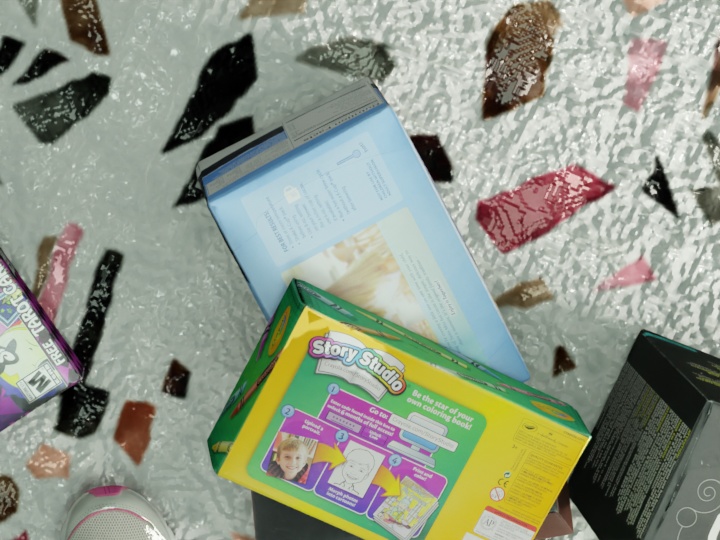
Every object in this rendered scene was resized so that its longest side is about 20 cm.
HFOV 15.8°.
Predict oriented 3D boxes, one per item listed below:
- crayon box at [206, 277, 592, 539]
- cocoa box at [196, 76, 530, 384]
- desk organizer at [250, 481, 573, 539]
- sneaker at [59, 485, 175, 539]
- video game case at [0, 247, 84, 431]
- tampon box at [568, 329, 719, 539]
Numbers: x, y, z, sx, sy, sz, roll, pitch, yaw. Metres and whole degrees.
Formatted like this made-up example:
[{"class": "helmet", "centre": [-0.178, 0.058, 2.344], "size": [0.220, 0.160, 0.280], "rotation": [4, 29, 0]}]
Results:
[{"class": "crayon box", "centre": [0.023, 0.102, 1.568], "size": [0.200, 0.058, 0.119], "rotation": [25, 102, -13]}, {"class": "cocoa box", "centre": [0.000, 0.000, 1.640], "size": [0.133, 0.131, 0.200], "rotation": [-28, 103, 0]}, {"class": "desk organizer", "centre": [0.035, 0.149, 1.702], "size": [0.200, 0.077, 0.072], "rotation": [-11, 69, 11]}, {"class": "sneaker", "centre": [-0.152, 0.240, 1.696], "size": [0.081, 0.088, 0.200], "rotation": [-8, 102, -5]}, {"class": "video game case", "centre": [-0.306, 0.034, 1.663], "size": [0.181, 0.036, 0.200], "rotation": [-32, 103, 2]}, {"class": "tampon box", "centre": [0.238, 0.140, 1.661], "size": [0.150, 0.200, 0.126], "rotation": [22, 99, -10]}]
